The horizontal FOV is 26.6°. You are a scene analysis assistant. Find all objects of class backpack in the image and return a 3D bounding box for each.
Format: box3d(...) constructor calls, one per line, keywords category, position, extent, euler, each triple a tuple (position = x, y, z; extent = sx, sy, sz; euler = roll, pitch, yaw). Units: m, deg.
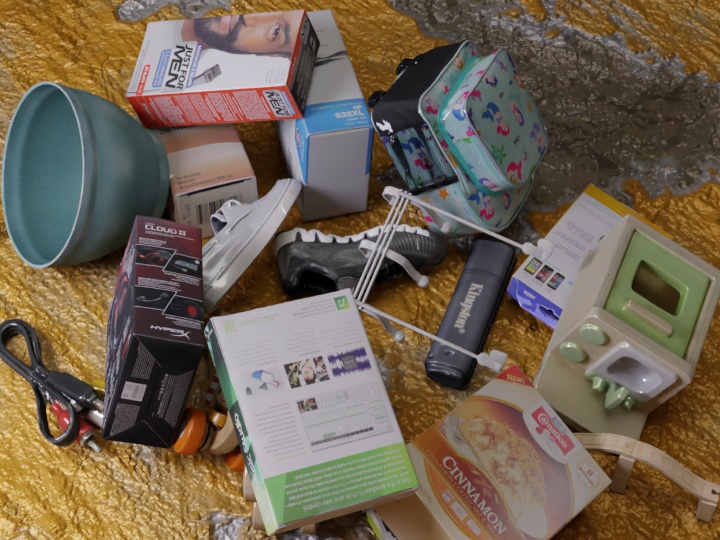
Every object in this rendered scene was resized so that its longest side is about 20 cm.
box3d(category="backpack", position=(0.122, -0.142, 1.718), extent=(0.149, 0.201, 0.178), euler=(-6, 32, 35))

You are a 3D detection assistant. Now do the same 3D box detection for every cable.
box3d(category="cable", position=(-0.325, 0.127, 1.595), extent=(0.199, 0.051, 0.097), euler=(26, 64, 33))

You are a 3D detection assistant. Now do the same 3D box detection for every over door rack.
box3d(category="over door rack", position=(0.090, 0.012, 1.629), extent=(0.198, 0.067, 0.149), euler=(20, 74, 13))

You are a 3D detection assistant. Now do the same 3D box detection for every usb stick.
box3d(category="usb stick", position=(0.123, 0.044, 1.680), extent=(0.055, 0.033, 0.201), euler=(18, 52, 10))

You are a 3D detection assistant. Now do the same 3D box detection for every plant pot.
box3d(category="plant pot", position=(-0.296, -0.102, 1.691), extent=(0.133, 0.201, 0.201), euler=(2, 44, -38))

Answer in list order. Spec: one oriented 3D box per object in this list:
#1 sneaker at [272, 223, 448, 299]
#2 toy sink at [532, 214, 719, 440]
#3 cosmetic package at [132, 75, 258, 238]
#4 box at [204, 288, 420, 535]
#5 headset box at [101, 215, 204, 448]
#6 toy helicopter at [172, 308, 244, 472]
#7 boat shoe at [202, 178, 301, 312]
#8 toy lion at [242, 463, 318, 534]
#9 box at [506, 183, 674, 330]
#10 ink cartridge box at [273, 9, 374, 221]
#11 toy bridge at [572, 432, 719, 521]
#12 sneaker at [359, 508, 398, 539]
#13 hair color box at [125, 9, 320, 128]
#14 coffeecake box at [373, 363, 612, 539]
box3d(category="sneaker", position=(0.000, 0.000, 1.691), extent=(0.197, 0.067, 0.091), euler=(-1, 53, 1))
box3d(category="toy sink", position=(0.281, 0.067, 1.586), extent=(0.130, 0.112, 0.201), euler=(31, 58, -4))
box3d(category="cosmetic package", position=(-0.194, -0.142, 1.778), extent=(0.102, 0.088, 0.201), euler=(-16, 53, -14))
box3d(category="box", position=(-0.045, 0.125, 1.374), extent=(0.143, 0.036, 0.202), euler=(-11, 69, -23))
box3d(category="headset box", position=(-0.211, 0.054, 1.544), extent=(0.074, 0.150, 0.201), euler=(10, 38, -16))
box3d(category="toy helicopter", position=(-0.137, 0.100, 1.569), extent=(0.078, 0.133, 0.201), euler=(20, 27, -24))
box3d(category="boat shoe", position=(-0.137, -0.041, 1.678), extent=(0.068, 0.072, 0.201), euler=(37, 62, -3))
box3d(category="toy lion", position=(-0.069, 0.149, 1.485), extent=(0.068, 0.200, 0.194), euler=(3, 69, 2))
box3d(category="box", position=(0.254, 0.001, 1.712), extent=(0.119, 0.042, 0.200), euler=(34, 58, 15))
box3d(category="ink cartridge box", position=(-0.050, -0.183, 1.782), extent=(0.083, 0.146, 0.201), euler=(-10, 52, -11))
box3d(category="toy bridge", position=(0.268, 0.197, 1.542), extent=(0.198, 0.068, 0.027), euler=(18, 52, 11))
box3d(category="sneaker", position=(0.037, 0.213, 1.520), extent=(0.084, 0.077, 0.201), euler=(-21, 65, -27))
box3d(category="hair color box", position=(-0.154, -0.226, 1.710), extent=(0.198, 0.064, 0.112), euler=(-1, 57, 19))
box3d(category="coffeecake box", position=(0.123, 0.208, 1.470), extent=(0.199, 0.073, 0.154), euler=(-32, 77, -39))
